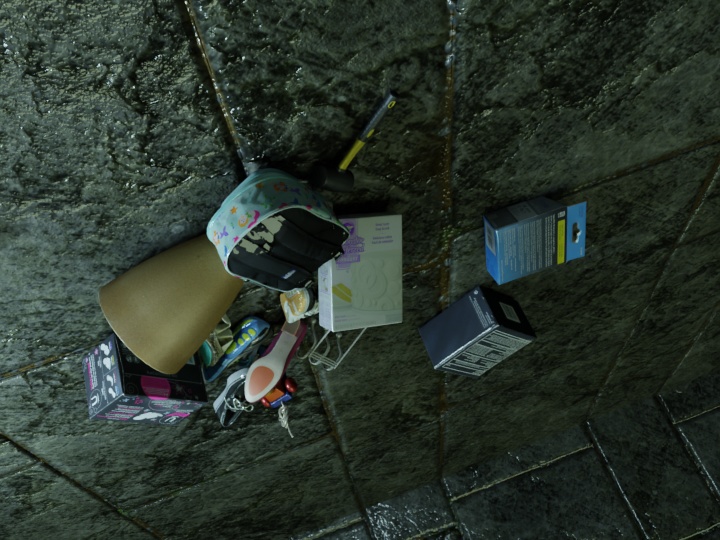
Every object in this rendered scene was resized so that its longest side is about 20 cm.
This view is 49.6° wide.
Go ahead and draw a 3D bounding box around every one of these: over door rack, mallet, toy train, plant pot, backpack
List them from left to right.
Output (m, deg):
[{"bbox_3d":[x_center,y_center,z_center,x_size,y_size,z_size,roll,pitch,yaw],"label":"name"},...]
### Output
[{"bbox_3d":[-0.287,0.036,1.277,0.200,0.187,0.186,-39,149,6],"label":"plant pot"},{"bbox_3d":[-0.196,0.251,1.650,0.085,0.200,0.116,-32,145,17],"label":"toy train"},{"bbox_3d":[-0.137,-0.066,1.215,0.177,0.151,0.200,-41,155,18],"label":"backpack"},{"bbox_3d":[-0.040,0.125,1.693,0.200,0.067,0.148,-42,152,6],"label":"over door rack"},{"bbox_3d":[-0.009,-0.199,1.211,0.066,0.041,0.200,-3,141,-38],"label":"mallet"}]

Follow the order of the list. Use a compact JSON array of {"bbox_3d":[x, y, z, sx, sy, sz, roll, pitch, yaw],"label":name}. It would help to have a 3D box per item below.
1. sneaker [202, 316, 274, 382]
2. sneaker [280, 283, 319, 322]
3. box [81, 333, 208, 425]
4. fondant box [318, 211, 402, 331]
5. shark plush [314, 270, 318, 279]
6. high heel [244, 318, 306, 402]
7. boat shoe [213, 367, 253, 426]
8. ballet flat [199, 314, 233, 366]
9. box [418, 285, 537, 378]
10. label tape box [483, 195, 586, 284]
[{"bbox_3d":[-0.254,0.171,1.606,0.199,0.071,0.083,-40,140,23],"label":"sneaker"},{"bbox_3d":[-0.101,0.045,1.482,0.087,0.076,0.200,-18,174,-13],"label":"sneaker"},{"bbox_3d":[-0.415,0.213,1.501,0.115,0.133,0.200,-35,149,27],"label":"box"},{"bbox_3d":[0.000,0.000,1.393,0.144,0.201,0.058,-6,-170,-27],"label":"fondant box"},{"bbox_3d":[-0.061,-0.029,1.460,0.199,0.091,0.084,-3,131,6],"label":"shark plush"},{"bbox_3d":[-0.170,0.185,1.604,0.200,0.067,0.096,-56,171,-8],"label":"high heel"},{"bbox_3d":[-0.283,0.294,1.790,0.073,0.068,0.199,4,141,-39],"label":"boat shoe"},{"bbox_3d":[-0.286,0.121,1.515,0.075,0.068,0.200,-25,149,-16],"label":"ballet flat"},{"bbox_3d":[0.285,0.154,1.899,0.198,0.124,0.200,-39,145,24],"label":"box"},{"bbox_3d":[0.358,-0.071,1.599,0.199,0.063,0.145,-18,129,-9],"label":"label tape box"}]
